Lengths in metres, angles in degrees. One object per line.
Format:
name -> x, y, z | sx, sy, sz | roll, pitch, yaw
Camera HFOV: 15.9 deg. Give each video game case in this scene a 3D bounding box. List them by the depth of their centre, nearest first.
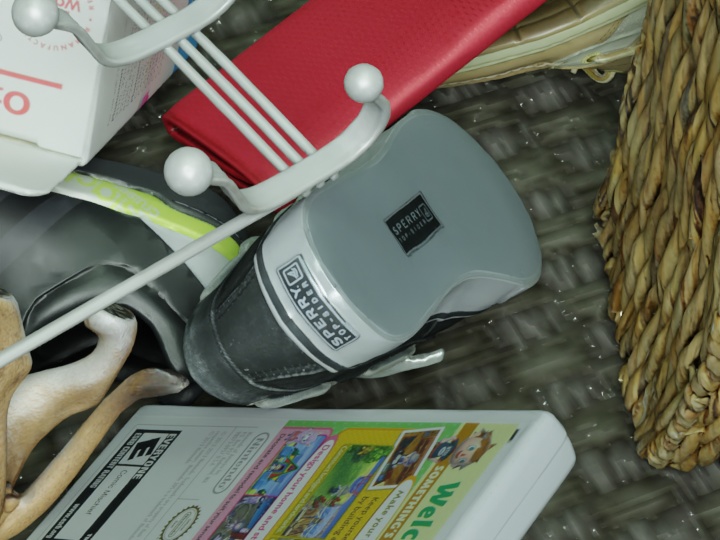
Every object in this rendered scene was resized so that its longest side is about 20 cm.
video game case -> -0.057, 0.112, 0.729 | 0.182, 0.022, 0.200 | -3, 38, 46

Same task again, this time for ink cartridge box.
ink cartridge box -> -0.125, -0.094, 0.868 | 0.115, 0.068, 0.200 | 14, 20, 5

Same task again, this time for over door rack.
over door rack -> -0.111, -0.042, 0.730 | 0.200, 0.067, 0.148 | -37, 66, -20

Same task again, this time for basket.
basket -> 0.167, -0.026, 0.822 | 0.148, 0.200, 0.143 | 0, 51, -8

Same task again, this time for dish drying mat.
dish drying mat -> 0.027, -0.095, 0.912 | 0.200, 0.018, 0.077 | -39, 40, -15

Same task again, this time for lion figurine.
lion figurine -> -0.163, 0.044, 0.797 | 0.199, 0.123, 0.072 | 23, 10, 5

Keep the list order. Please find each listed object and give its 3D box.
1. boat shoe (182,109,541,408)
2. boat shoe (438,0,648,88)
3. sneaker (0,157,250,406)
boat shoe -> 0.001, 0.002, 0.841 | 0.074, 0.068, 0.199 | 55, 24, -4
boat shoe -> 0.094, -0.104, 0.960 | 0.199, 0.066, 0.074 | -18, 53, 5
sneaker -> -0.130, 0.002, 0.847 | 0.199, 0.072, 0.083 | 7, 54, -1
